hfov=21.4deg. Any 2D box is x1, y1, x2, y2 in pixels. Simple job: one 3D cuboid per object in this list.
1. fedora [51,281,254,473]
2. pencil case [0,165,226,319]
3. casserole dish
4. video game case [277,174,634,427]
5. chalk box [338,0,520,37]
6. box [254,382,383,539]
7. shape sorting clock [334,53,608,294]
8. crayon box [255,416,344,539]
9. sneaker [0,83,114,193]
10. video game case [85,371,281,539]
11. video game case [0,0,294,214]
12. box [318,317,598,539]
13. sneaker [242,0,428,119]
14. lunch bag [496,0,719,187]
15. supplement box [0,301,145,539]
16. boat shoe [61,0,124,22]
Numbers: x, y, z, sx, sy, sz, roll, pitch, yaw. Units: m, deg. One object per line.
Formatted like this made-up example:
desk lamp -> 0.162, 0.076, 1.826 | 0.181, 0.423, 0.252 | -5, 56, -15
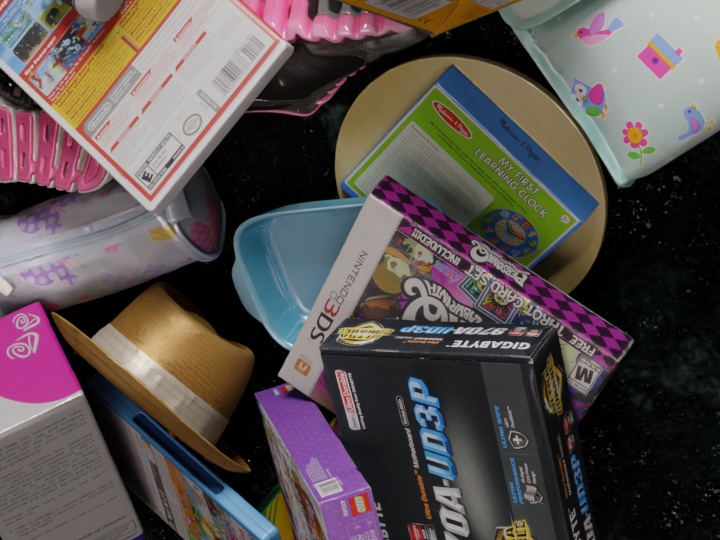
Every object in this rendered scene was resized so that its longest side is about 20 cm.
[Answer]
fedora -> -0.134, 0.066, 1.391 | 0.200, 0.201, 0.082 | 41, 86, -7
pencil case -> -0.197, -0.022, 1.389 | 0.199, 0.091, 0.084 | -17, 72, 23
casserole dish -> 0.000, 0.000, 1.345 | 0.199, 0.039, 0.122 | -5, 118, 32
video game case -> 0.060, 0.059, 1.293 | 0.199, 0.036, 0.182 | 34, 128, 8
chalk box -> 0.044, -0.263, 1.132 | 0.123, 0.125, 0.201 | -17, 73, 35
box -> -0.020, 0.175, 1.323 | 0.039, 0.200, 0.138 | -17, 111, -10
shape sorting clock -> 0.075, -0.057, 1.314 | 0.199, 0.039, 0.201 | 15, 127, 21
crayon box -> 0.007, 0.239, 1.485 | 0.200, 0.058, 0.173 | 37, 122, -4
sneaker -> -0.227, -0.100, 1.367 | 0.199, 0.087, 0.074 | 13, 108, 36
video game case -> -0.126, 0.174, 1.431 | 0.200, 0.018, 0.144 | 38, 155, 28
video game case -> -0.157, -0.154, 1.268 | 0.200, 0.017, 0.143 | 43, 97, 19
box -> 0.070, 0.129, 1.275 | 0.158, 0.046, 0.201 | 2, 119, 30
sneaker -> -0.033, -0.147, 1.291 | 0.199, 0.079, 0.096 | -9, 135, 23
lunch bag -> 0.179, -0.182, 1.169 | 0.170, 0.122, 0.201 | -32, 96, 31
supplement box -> -0.243, 0.135, 1.420 | 0.103, 0.101, 0.200 | -26, 143, -9
boat shoe -> -0.164, -0.254, 1.203 | 0.056, 0.069, 0.201 | 26, 121, 14
